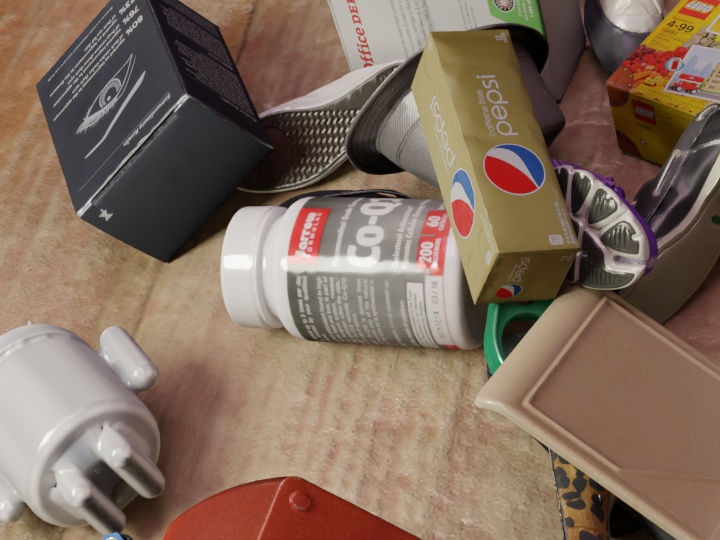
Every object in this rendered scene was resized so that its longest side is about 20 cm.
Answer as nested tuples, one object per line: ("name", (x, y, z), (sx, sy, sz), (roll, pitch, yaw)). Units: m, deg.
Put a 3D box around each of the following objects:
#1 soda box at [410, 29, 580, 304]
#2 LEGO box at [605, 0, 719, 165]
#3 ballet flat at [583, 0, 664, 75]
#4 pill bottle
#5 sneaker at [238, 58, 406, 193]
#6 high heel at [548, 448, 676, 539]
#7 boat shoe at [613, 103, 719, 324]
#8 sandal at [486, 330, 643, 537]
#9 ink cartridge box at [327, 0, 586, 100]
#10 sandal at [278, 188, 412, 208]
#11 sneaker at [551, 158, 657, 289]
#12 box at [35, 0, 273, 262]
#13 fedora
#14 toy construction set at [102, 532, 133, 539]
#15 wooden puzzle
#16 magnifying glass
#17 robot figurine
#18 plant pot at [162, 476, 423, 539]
("soda box", (0.094, -0.078, 1.317), (0.064, 0.068, 0.201), (-5, 57, -17))
("LEGO box", (0.322, -0.140, 1.465), (0.200, 0.077, 0.149), (24, 60, 36))
("ballet flat", (0.227, -0.241, 1.598), (0.073, 0.073, 0.200), (-13, 45, 7))
("pill bottle", (0.000, 0.000, 1.418), (0.199, 0.114, 0.114), (2, 48, 21))
("sneaker", (-0.026, -0.125, 1.598), (0.199, 0.073, 0.085), (-22, 8, 10))
("high heel", (0.117, 0.184, 1.206), (0.200, 0.072, 0.143), (-33, 64, -25))
("boat shoe", (0.233, -0.034, 1.374), (0.068, 0.072, 0.200), (35, 92, 44))
("sandal", (0.152, 0.102, 1.313), (0.075, 0.048, 0.201), (-27, 46, -7))
("ink cartridge box", (0.081, -0.233, 1.592), (0.199, 0.146, 0.084), (9, 50, 26))
("sandal", (0.014, -0.042, 1.505), (0.199, 0.043, 0.076), (3, 49, 22))
("sneaker", (0.170, -0.047, 1.349), (0.083, 0.081, 0.200), (-1, 22, -21))
("box", (-0.181, -0.132, 1.579), (0.148, 0.104, 0.200), (-44, 42, 19))
("fedora", (0.092, -0.112, 1.470), (0.177, 0.200, 0.090), (-48, 69, 28))
("toy construction set", (-0.140, 0.239, 1.264), (0.199, 0.092, 0.131), (1, 47, 6))
("wooden puzzle", (0.192, 0.100, 1.233), (0.200, 0.037, 0.185), (31, 36, 11))
("magnifying glass", (0.112, 0.012, 1.318), (0.079, 0.022, 0.201), (0, 56, -27))
("robot figurine", (-0.229, 0.116, 1.389), (0.170, 0.113, 0.200), (-41, 48, -9))
("plant pot", (-0.035, 0.238, 1.099), (0.199, 0.176, 0.200), (28, 53, -7))
